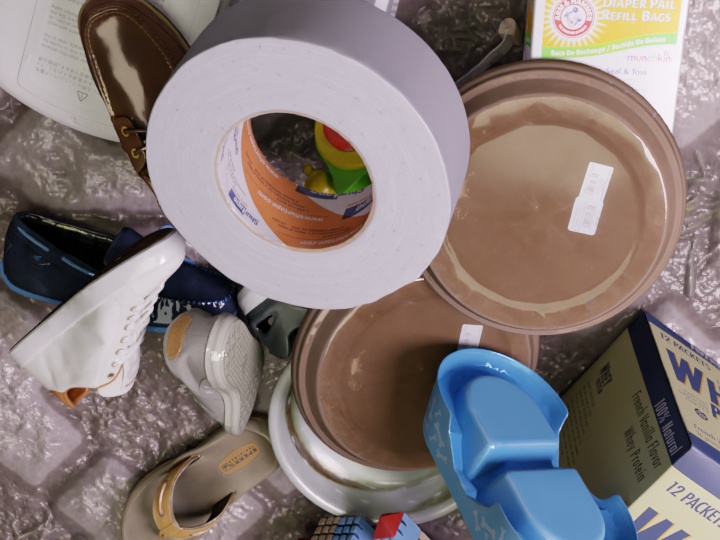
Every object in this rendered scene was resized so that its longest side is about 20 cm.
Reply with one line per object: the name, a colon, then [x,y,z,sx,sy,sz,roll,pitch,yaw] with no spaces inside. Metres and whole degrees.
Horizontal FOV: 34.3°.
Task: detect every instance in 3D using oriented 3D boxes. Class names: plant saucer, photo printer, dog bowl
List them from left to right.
photo printer: [-0.179,-0.194,0.852,0.165,0.070,0.201,19,116,-6]
plant saucer: [0.022,0.124,0.997,0.198,0.050,0.202,2,116,4]
plant saucer: [0.046,0.074,0.899,0.198,0.030,0.202,-5,116,-11]
dog bowl: [0.111,0.144,0.820,0.111,0.201,0.050,4,131,-33]
plant saucer: [0.122,-0.042,0.797,0.198,0.030,0.202,3,114,6]

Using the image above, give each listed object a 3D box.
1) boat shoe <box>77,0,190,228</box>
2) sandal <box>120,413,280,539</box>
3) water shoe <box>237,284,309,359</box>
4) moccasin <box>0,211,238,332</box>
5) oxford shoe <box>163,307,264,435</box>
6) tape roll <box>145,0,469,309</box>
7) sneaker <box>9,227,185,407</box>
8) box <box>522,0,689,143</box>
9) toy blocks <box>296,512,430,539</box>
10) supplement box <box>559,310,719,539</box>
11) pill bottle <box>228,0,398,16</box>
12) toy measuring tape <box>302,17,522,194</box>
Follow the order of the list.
boat shoe: [-0.135,-0.100,0.823,0.071,0.068,0.201,-21,122,4]
sandal: [-0.147,0.203,1.047,0.200,0.054,0.080,-39,106,20]
water shoe: [0.000,0.000,0.919,0.199,0.071,0.079,-28,93,18]
moccasin: [-0.195,0.000,0.940,0.198,0.081,0.069,9,118,0]
oxford shoe: [-0.115,0.080,0.937,0.057,0.076,0.200,10,159,8]
tape roll: [-0.033,-0.073,0.743,0.198,0.066,0.202,10,130,12]
sneaker: [-0.180,0.040,0.883,0.200,0.073,0.085,-35,99,38]
box: [0.165,-0.120,0.832,0.100,0.113,0.202,3,116,5]
toy blocks: [0.007,0.270,1.022,0.199,0.100,0.137,-16,126,42]
supplement box: [0.224,0.181,0.922,0.134,0.200,0.200,33,113,-13]
pill bottle: [-0.023,-0.218,0.791,0.113,0.114,0.202,15,103,-2]
toy measuring tape: [0.028,-0.129,0.875,0.200,0.074,0.074,-43,106,6]
